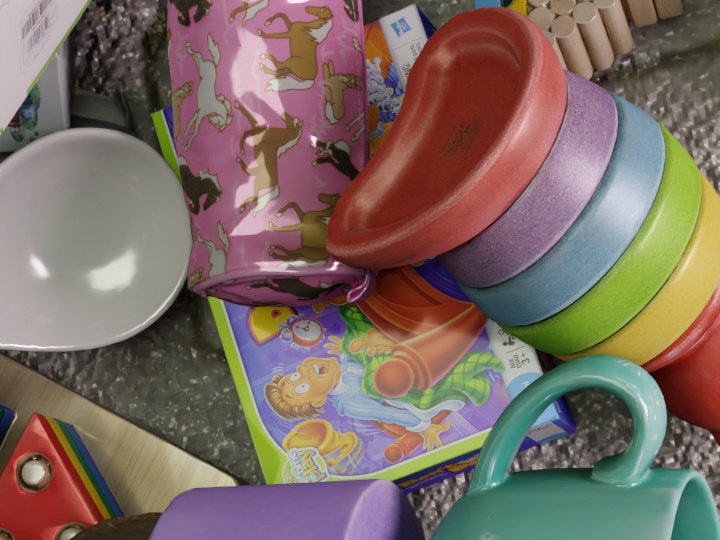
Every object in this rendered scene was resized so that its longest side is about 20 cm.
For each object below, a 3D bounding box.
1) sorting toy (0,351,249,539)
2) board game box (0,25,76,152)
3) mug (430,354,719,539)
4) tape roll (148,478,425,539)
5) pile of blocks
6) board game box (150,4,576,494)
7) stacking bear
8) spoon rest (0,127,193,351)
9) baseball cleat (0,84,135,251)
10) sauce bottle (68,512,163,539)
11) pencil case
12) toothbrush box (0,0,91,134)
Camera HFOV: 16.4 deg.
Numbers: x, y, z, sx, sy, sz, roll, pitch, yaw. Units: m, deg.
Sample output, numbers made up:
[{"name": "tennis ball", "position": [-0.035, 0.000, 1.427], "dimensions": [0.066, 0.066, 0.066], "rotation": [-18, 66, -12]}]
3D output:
[{"name": "sorting toy", "position": [-0.184, 0.141, 1.134], "dimensions": [0.198, 0.070, 0.201], "rotation": [26, 87, 18]}, {"name": "board game box", "position": [-0.232, -0.126, 1.147], "dimensions": [0.199, 0.064, 0.148], "rotation": [-3, 49, -1]}, {"name": "mug", "position": [0.082, 0.143, 1.019], "dimensions": [0.114, 0.152, 0.186], "rotation": [-1, 66, 19]}, {"name": "tape roll", "position": [-0.025, 0.186, 1.012], "dimensions": [0.084, 0.200, 0.201], "rotation": [-4, 78, 14]}, {"name": "pile of blocks", "position": [0.106, -0.131, 1.113], "dimensions": [0.200, 0.062, 0.082], "rotation": [-43, 64, -5]}, {"name": "board game box", "position": [0.000, 0.000, 1.122], "dimensions": [0.134, 0.045, 0.201], "rotation": [-22, 74, 11]}, {"name": "stacking bear", "position": [0.106, -0.005, 1.034], "dimensions": [0.200, 0.114, 0.122], "rotation": [36, 73, -24]}, {"name": "spoon rest", "position": [-0.170, 0.002, 1.104], "dimensions": [0.199, 0.061, 0.100], "rotation": [-18, 107, -3]}, {"name": "baseball cleat", "position": [-0.202, -0.041, 1.172], "dimensions": [0.199, 0.070, 0.107], "rotation": [-10, 66, -5]}, {"name": "sauce bottle", "position": [-0.084, 0.206, 1.066], "dimensions": [0.066, 0.066, 0.201], "rotation": [-6, 102, 14]}, {"name": "pencil case", "position": [-0.036, -0.081, 1.082], "dimensions": [0.086, 0.083, 0.201], "rotation": [-14, 74, 45]}, {"name": "toothbrush box", "position": [-0.215, -0.158, 1.076], "dimensions": [0.199, 0.086, 0.146], "rotation": [17, 50, 12]}]
